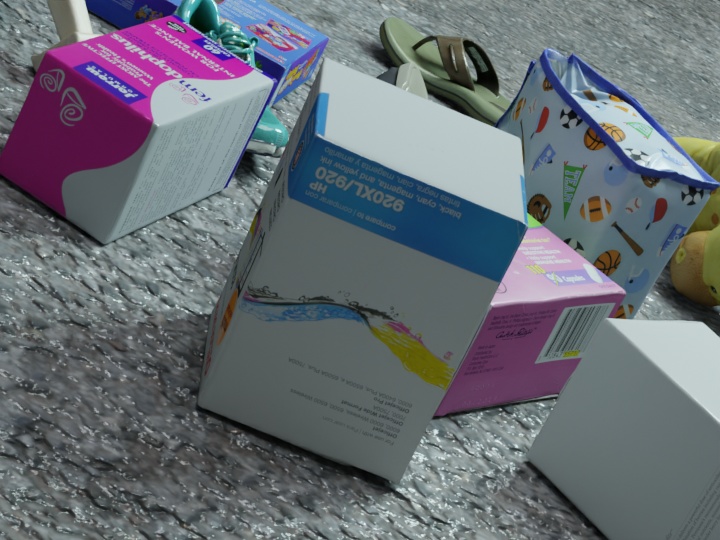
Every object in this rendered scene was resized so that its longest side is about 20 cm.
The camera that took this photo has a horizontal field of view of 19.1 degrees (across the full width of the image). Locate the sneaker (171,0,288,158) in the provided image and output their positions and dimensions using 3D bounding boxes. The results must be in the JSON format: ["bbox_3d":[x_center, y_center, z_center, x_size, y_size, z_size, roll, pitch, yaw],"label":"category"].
[{"bbox_3d":[-0.113,-0.157,1.727,0.077,0.080,0.200,9,29,-38],"label":"sneaker"}]

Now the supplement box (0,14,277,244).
[{"bbox_3d":[-0.158,-0.105,1.538,0.101,0.104,0.200,33,25,11],"label":"supplement box"}]

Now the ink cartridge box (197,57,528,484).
[{"bbox_3d":[0.000,0.000,1.359,0.144,0.201,0.147,21,23,-8],"label":"ink cartridge box"}]

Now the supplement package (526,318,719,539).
[{"bbox_3d":[0.233,0.137,1.430,0.119,0.122,0.200,3,33,-46],"label":"supplement package"}]

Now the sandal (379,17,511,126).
[{"bbox_3d":[0.106,-0.191,2.075,0.201,0.058,0.080,36,24,20],"label":"sandal"}]

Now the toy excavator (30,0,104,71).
[{"bbox_3d":[-0.274,-0.252,1.701,0.199,0.196,0.100,9,5,42],"label":"toy excavator"}]

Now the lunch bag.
[{"bbox_3d":[0.168,-0.062,1.721,0.123,0.171,0.200,12,26,-40],"label":"lunch bag"}]

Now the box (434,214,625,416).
[{"bbox_3d":[0.058,0.002,1.557,0.200,0.097,0.175,41,26,30],"label":"box"}]

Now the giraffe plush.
[{"bbox_3d":[0.333,-0.030,1.895,0.172,0.200,0.163,28,53,-26],"label":"giraffe plush"}]

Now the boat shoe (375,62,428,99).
[{"bbox_3d":[0.011,-0.123,1.850,0.062,0.073,0.200,-12,21,18],"label":"boat shoe"}]

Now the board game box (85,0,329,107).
[{"bbox_3d":[-0.139,-0.221,1.880,0.199,0.045,0.134,30,23,6],"label":"board game box"}]
